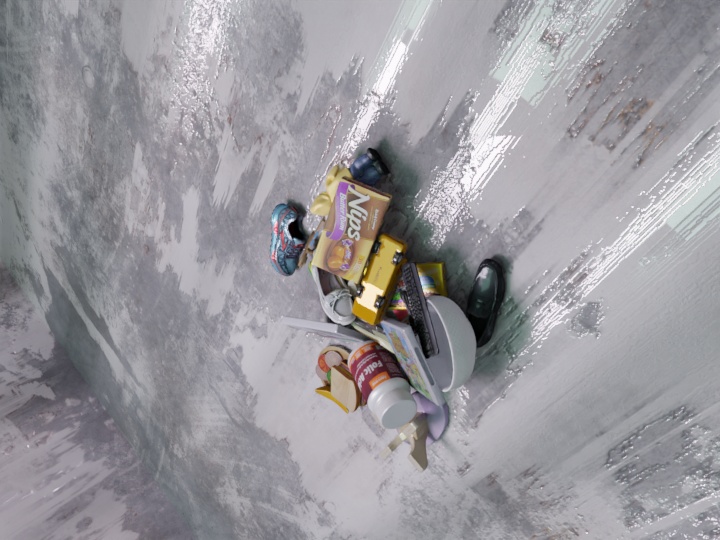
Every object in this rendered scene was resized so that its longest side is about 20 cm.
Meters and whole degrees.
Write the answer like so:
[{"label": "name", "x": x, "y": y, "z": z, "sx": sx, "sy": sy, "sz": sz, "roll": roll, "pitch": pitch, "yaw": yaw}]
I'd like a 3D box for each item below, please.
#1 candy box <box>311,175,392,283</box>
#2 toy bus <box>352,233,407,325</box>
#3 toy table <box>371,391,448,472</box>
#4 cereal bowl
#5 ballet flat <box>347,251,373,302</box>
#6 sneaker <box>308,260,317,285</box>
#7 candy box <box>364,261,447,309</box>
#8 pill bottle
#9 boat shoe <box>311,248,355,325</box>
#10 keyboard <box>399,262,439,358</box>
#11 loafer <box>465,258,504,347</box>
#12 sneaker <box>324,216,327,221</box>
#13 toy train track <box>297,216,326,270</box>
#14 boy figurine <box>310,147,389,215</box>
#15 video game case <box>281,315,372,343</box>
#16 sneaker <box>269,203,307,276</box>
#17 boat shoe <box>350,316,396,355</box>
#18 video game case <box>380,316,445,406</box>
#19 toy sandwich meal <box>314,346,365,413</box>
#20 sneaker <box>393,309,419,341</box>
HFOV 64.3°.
[{"label": "candy box", "x": -0.019, "y": -0.088, "z": 1.247, "sx": 0.115, "sy": 0.057, "sz": 0.203, "roll": 23, "pitch": 107, "yaw": 4}, {"label": "toy bus", "x": 0.047, "y": 0.019, "z": 1.280, "sx": 0.064, "sy": 0.078, "sz": 0.203, "roll": 28, "pitch": 109, "yaw": 22}, {"label": "toy table", "x": 0.124, "y": 0.396, "z": 1.438, "sx": 0.183, "sy": 0.116, "sz": 0.202, "roll": 38, "pitch": 131, "yaw": 22}, {"label": "cereal bowl", "x": 0.187, "y": 0.147, "z": 1.211, "sx": 0.200, "sy": 0.082, "sz": 0.204, "roll": 167, "pitch": 90, "yaw": -75}, {"label": "ballet flat", "x": 0.000, "y": 0.000, "z": 1.392, "sx": 0.067, "sy": 0.075, "sz": 0.204, "roll": 22, "pitch": 122, "yaw": 35}, {"label": "sneaker", "x": -0.080, "y": 0.061, "z": 1.494, "sx": 0.083, "sy": 0.074, "sz": 0.202, "roll": -40, "pitch": 82, "yaw": 40}, {"label": "candy box", "x": 0.102, "y": 0.037, "z": 1.314, "sx": 0.197, "sy": 0.026, "sz": 0.104, "roll": -3, "pitch": 96, "yaw": 28}, {"label": "pill bottle", "x": 0.053, "y": 0.274, "z": 1.386, "sx": 0.201, "sy": 0.112, "sz": 0.116, "roll": -123, "pitch": 36, "yaw": -48}, {"label": "boat shoe", "x": -0.070, "y": 0.040, "z": 1.393, "sx": 0.065, "sy": 0.073, "sz": 0.204, "roll": 86, "pitch": 163, "yaw": -60}, {"label": "keyboard", "x": 0.118, "y": 0.089, "z": 1.231, "sx": 0.127, "sy": 0.020, "sz": 0.204, "roll": 126, "pitch": 132, "yaw": -70}, {"label": "loafer", "x": 0.257, "y": 0.075, "z": 1.200, "sx": 0.067, "sy": 0.070, "sz": 0.204, "roll": 20, "pitch": 122, "yaw": 30}, {"label": "sneaker", "x": -0.025, "y": -0.102, "z": 1.347, "sx": 0.107, "sy": 0.070, "sz": 0.204, "roll": -14, "pitch": 67, "yaw": 28}, {"label": "toy train track", "x": -0.113, "y": -0.068, "z": 1.448, "sx": 0.032, "sy": 0.116, "sz": 0.201, "roll": 22, "pitch": 142, "yaw": -11}, {"label": "boy figurine", "x": -0.028, "y": -0.181, "z": 1.290, "sx": 0.199, "sy": 0.064, "sz": 0.125, "roll": -38, "pitch": 84, "yaw": 21}, {"label": "video game case", "x": -0.075, "y": 0.157, "z": 1.476, "sx": 0.198, "sy": 0.181, "sz": 0.024, "roll": 5, "pitch": 76, "yaw": 40}, {"label": "sneaker", "x": -0.188, "y": -0.071, "z": 1.526, "sx": 0.094, "sy": 0.079, "sz": 0.204, "roll": 17, "pitch": 120, "yaw": 33}, {"label": "boat shoe", "x": 0.045, "y": 0.136, "z": 1.412, "sx": 0.199, "sy": 0.072, "sz": 0.067, "roll": 33, "pitch": 101, "yaw": 7}, {"label": "video game case", "x": 0.111, "y": 0.196, "z": 1.280, "sx": 0.185, "sy": 0.022, "sz": 0.200, "roll": 65, "pitch": 169, "yaw": -6}, {"label": "toy sandwich meal", "x": -0.059, "y": 0.308, "z": 1.592, "sx": 0.203, "sy": 0.070, "sz": 0.209, "roll": 19, "pitch": 121, "yaw": 35}, {"label": "sneaker", "x": 0.132, "y": 0.148, "z": 1.334, "sx": 0.201, "sy": 0.086, "sz": 0.074, "roll": 54, "pitch": 134, "yaw": 9}]
